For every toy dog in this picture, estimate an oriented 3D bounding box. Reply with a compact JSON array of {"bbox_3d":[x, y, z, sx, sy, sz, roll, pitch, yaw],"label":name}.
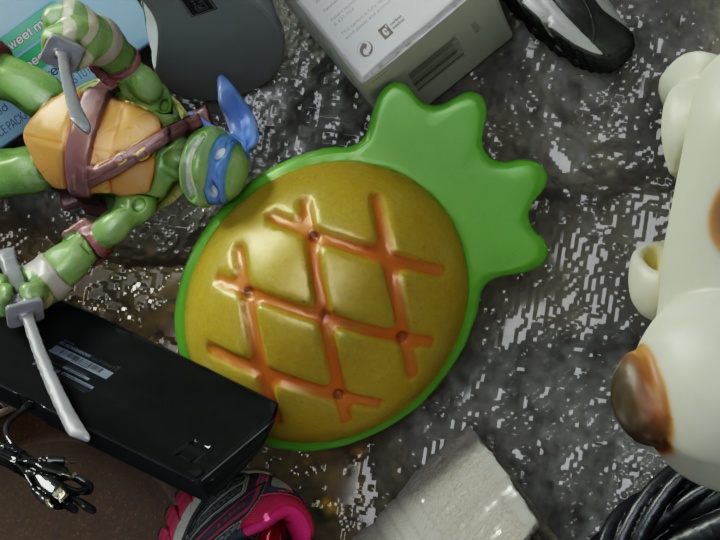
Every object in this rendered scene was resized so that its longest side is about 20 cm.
[{"bbox_3d":[0.191,0.005,1.144,0.138,0.194,0.202,15,77,1],"label":"toy dog"}]

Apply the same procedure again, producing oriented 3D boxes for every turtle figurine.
[{"bbox_3d":[-0.164,-0.057,1.186,0.193,0.145,0.200,15,48,26],"label":"turtle figurine"}]

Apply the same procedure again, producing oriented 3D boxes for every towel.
[{"bbox_3d":[0.026,0.144,1.152,0.132,0.200,0.034,-44,103,1],"label":"towel"}]

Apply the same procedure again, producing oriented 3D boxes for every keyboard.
[{"bbox_3d":[-0.147,0.061,1.173,0.199,0.127,0.021,23,127,26],"label":"keyboard"}]

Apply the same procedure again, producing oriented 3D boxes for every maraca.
[{"bbox_3d":[0.000,0.000,1.217,0.200,0.107,0.137,-42,99,6],"label":"maraca"}]

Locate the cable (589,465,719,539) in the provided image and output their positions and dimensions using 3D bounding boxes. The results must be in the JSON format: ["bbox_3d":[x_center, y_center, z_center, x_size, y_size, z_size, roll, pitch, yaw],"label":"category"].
[{"bbox_3d":[0.187,0.162,1.185,0.198,0.051,0.165,10,83,13],"label":"cable"}]

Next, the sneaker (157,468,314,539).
[{"bbox_3d":[-0.077,0.192,1.191,0.080,0.075,0.202,15,86,-27],"label":"sneaker"}]

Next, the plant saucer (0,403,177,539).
[{"bbox_3d":[-0.143,0.157,1.217,0.199,0.037,0.202,-1,92,-26],"label":"plant saucer"}]

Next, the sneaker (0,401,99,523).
[{"bbox_3d":[-0.204,0.104,1.231,0.075,0.115,0.201,18,84,45],"label":"sneaker"}]

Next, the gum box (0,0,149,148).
[{"bbox_3d":[-0.224,-0.157,1.280,0.169,0.045,0.201,-34,100,7],"label":"gum box"}]

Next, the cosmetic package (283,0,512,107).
[{"bbox_3d":[-0.021,-0.179,1.255,0.085,0.108,0.200,-38,77,2],"label":"cosmetic package"}]

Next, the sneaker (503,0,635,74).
[{"bbox_3d":[0.079,-0.187,1.253,0.080,0.074,0.201,-37,76,1],"label":"sneaker"}]

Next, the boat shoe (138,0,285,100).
[{"bbox_3d":[-0.082,-0.147,1.217,0.068,0.200,0.057,-14,67,4],"label":"boat shoe"}]
